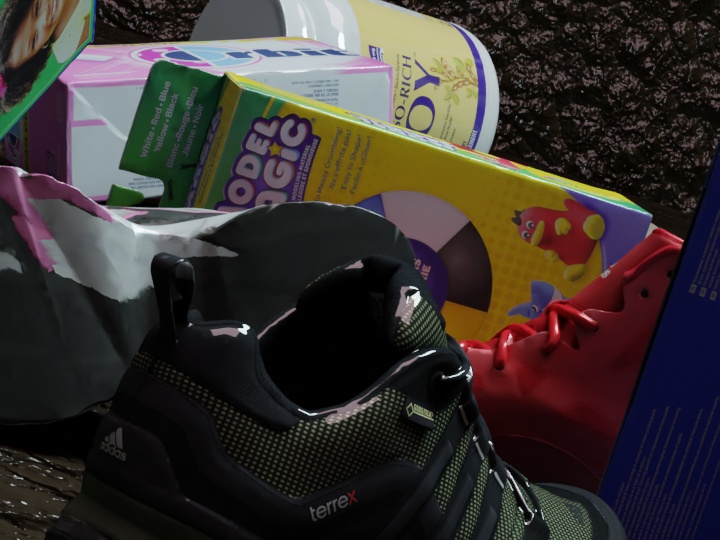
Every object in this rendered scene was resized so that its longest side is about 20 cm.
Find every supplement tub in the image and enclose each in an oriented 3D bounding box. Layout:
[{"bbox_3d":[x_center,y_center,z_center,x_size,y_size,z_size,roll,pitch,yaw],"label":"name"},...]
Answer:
[{"bbox_3d":[-0.014,-0.130,1.731,0.200,0.146,0.145,12,10,-39],"label":"supplement tub"}]

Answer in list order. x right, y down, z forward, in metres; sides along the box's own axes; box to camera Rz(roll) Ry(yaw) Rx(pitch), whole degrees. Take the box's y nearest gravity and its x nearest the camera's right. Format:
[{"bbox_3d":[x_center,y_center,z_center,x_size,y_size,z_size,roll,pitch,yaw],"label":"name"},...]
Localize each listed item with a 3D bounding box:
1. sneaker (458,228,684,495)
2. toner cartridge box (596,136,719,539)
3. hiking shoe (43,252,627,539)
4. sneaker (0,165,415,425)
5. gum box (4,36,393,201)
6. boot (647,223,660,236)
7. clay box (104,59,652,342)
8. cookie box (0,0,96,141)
[{"bbox_3d":[0.057,0.028,0.851,0.200,0.116,0.078,17,7,-10],"label":"sneaker"},{"bbox_3d":[0.142,0.023,0.766,0.095,0.200,0.043,20,7,7],"label":"toner cartridge box"},{"bbox_3d":[0.014,0.051,0.634,0.076,0.101,0.200,26,10,41],"label":"hiking shoe"},{"bbox_3d":[-0.088,0.013,0.772,0.200,0.080,0.086,7,-6,-20],"label":"sneaker"},{"bbox_3d":[-0.085,-0.087,1.316,0.200,0.066,0.113,-5,16,-24],"label":"gum box"},{"bbox_3d":[0.223,0.029,1.500,0.146,0.070,0.200,26,9,5],"label":"boot"},{"bbox_3d":[0.000,0.000,0.923,0.200,0.115,0.048,16,9,-16],"label":"clay box"},{"bbox_3d":[-0.196,-0.067,0.692,0.171,0.075,0.200,20,46,14],"label":"cookie box"}]
